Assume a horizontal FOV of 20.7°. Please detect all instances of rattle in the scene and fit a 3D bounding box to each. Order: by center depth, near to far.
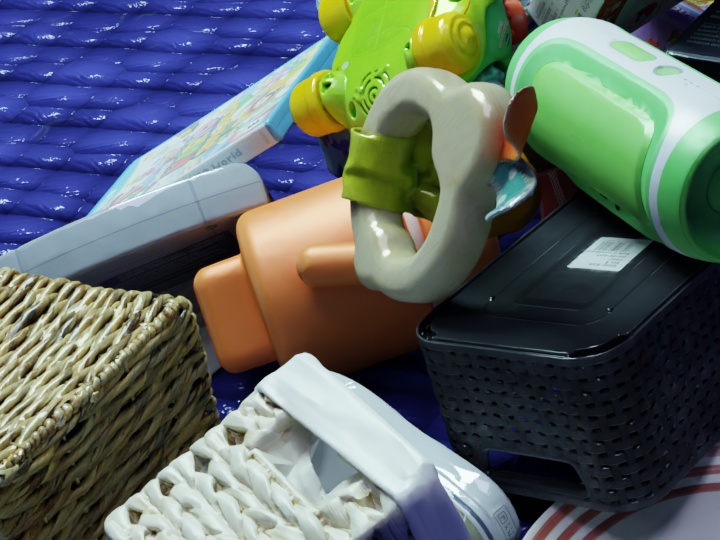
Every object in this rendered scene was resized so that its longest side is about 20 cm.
[{"bbox_3d":[0.084,-0.046,1.045,0.200,0.142,0.132,-28,46,55],"label":"rattle"}]

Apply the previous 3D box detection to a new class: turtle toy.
[{"bbox_3d":[0.048,-0.150,1.240,0.145,0.101,0.202,-20,43,43],"label":"turtle toy"}]

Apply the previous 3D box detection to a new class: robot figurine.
[{"bbox_3d":[0.000,0.001,1.204,0.198,0.144,0.117,-20,52,-2],"label":"robot figurine"}]

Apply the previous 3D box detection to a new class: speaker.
[{"bbox_3d":[0.152,-0.073,1.053,0.088,0.089,0.200,-25,30,-11],"label":"speaker"}]

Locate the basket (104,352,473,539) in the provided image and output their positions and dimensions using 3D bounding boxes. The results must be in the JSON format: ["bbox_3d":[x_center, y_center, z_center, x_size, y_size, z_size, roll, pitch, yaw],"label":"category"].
[{"bbox_3d":[-0.011,0.164,0.871,0.123,0.201,0.135,-33,33,-14],"label":"basket"}]

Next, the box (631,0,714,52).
[{"bbox_3d":[0.208,-0.174,1.324,0.199,0.039,0.136,35,29,28],"label":"box"}]

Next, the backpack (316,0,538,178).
[{"bbox_3d":[0.049,-0.152,1.400,0.176,0.151,0.201,1,41,33],"label":"backpack"}]

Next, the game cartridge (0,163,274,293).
[{"bbox_3d":[-0.148,-0.010,1.266,0.198,0.041,0.133,-22,-7,0],"label":"game cartridge"}]

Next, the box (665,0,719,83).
[{"bbox_3d":[0.283,-0.111,1.186,0.106,0.150,0.200,14,43,36],"label":"box"}]

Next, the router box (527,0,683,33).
[{"bbox_3d":[0.201,-0.220,1.165,0.179,0.049,0.200,-32,-12,-15],"label":"router box"}]

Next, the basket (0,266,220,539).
[{"bbox_3d":[-0.189,0.108,1.103,0.148,0.144,0.200,8,35,29],"label":"basket"}]

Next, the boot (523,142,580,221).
[{"bbox_3d":[0.167,-0.095,1.234,0.072,0.145,0.200,1,33,41],"label":"boot"}]

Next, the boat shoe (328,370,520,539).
[{"bbox_3d":[0.000,0.111,1.070,0.062,0.073,0.199,-33,36,-27],"label":"boat shoe"}]

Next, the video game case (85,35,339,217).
[{"bbox_3d":[-0.107,-0.080,1.327,0.199,0.018,0.143,-30,17,31],"label":"video game case"}]

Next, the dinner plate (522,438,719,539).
[{"bbox_3d":[0.166,0.153,0.957,0.198,0.024,0.201,-15,30,9],"label":"dinner plate"}]

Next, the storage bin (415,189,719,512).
[{"bbox_3d":[0.142,0.032,1.069,0.134,0.095,0.200,5,32,43],"label":"storage bin"}]

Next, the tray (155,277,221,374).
[{"bbox_3d":[-0.126,0.042,1.301,0.107,0.022,0.200,13,43,44],"label":"tray"}]
